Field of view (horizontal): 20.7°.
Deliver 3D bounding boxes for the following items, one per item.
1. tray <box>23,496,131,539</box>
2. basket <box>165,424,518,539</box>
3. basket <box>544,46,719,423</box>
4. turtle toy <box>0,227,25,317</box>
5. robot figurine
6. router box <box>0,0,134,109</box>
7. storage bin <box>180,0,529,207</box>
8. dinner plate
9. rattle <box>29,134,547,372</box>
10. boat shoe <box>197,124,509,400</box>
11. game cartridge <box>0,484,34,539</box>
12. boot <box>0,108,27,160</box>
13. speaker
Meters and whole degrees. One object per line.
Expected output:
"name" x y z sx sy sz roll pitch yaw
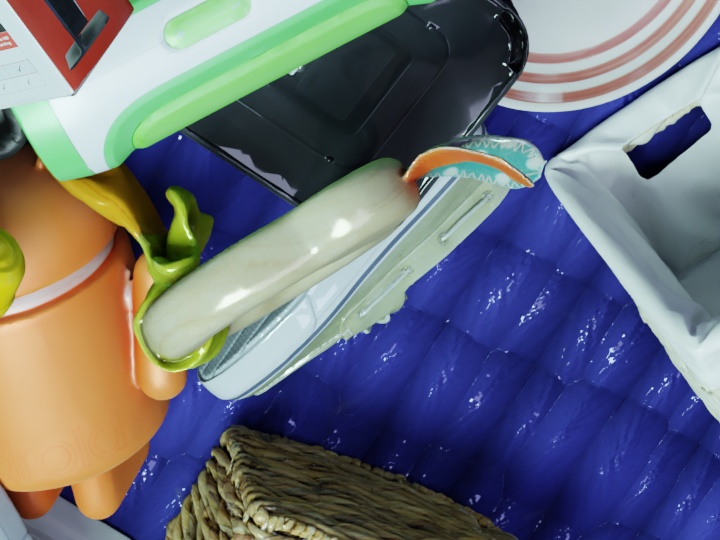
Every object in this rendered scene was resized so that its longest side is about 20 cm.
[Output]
"tray" -0.226 0.145 1.057 0.199 0.022 0.108 36 103 -27
"basket" -0.015 0.191 1.065 0.198 0.143 0.150 22 103 -19
"basket" 0.203 -0.004 1.007 0.135 0.200 0.124 -33 124 2
"turtle toy" -0.243 0.008 0.829 0.198 0.102 0.146 4 137 -38
"robot figurine" -0.158 0.025 0.964 0.116 0.143 0.202 -29 122 -26
"router box" -0.207 -0.132 0.711 0.198 0.049 0.180 -5 132 38
"storage bin" -0.035 -0.126 0.922 0.199 0.094 0.136 33 109 -21
"dinner plate" 0.104 -0.178 0.991 0.198 0.024 0.202 -6 118 -12
"rattle" -0.032 -0.053 0.853 0.129 0.144 0.199 -3 155 -47
"boat shoe" 0.000 0.000 1.022 0.200 0.072 0.062 -45 116 5
"game cartridge" -0.207 0.177 1.002 0.132 0.041 0.202 4 125 25
"boot" -0.230 -0.123 0.855 0.199 0.145 0.073 28 112 -24
"speaker" -0.054 -0.115 0.818 0.199 0.089 0.089 -27 119 0
